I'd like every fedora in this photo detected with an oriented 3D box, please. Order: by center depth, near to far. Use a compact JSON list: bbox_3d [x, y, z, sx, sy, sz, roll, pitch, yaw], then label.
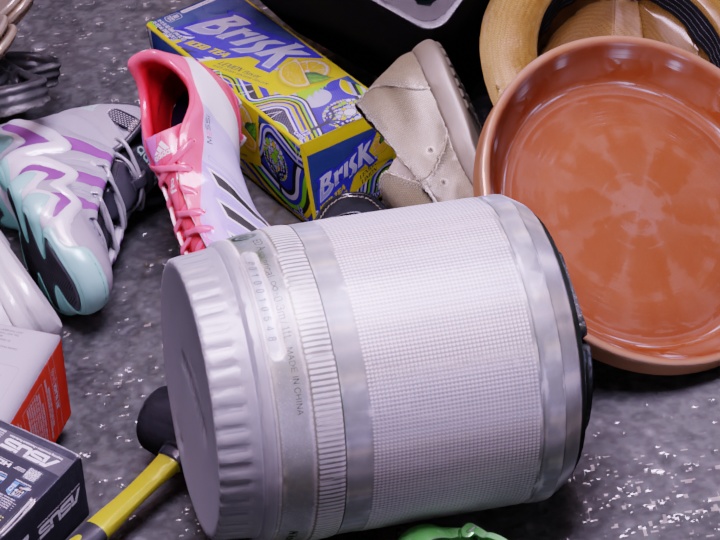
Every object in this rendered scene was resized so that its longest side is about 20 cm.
[{"bbox_3d":[0.154,-0.101,1.754,0.199,0.082,0.202,7,53,-10],"label":"fedora"}]

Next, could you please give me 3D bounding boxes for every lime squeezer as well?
[{"bbox_3d":[0.054,0.156,1.470,0.198,0.038,0.071,-1,35,10],"label":"lime squeezer"}]

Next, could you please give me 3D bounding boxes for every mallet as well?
[{"bbox_3d":[-0.141,0.130,1.559,0.066,0.041,0.200,26,52,39],"label":"mallet"}]

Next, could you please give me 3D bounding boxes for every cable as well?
[{"bbox_3d":[-0.219,-0.107,1.861,0.097,0.051,0.200,-10,13,-21],"label":"cable"}]

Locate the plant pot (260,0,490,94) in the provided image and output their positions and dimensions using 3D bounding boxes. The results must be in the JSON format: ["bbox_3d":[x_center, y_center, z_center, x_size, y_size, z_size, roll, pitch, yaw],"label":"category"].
[{"bbox_3d":[0.032,-0.219,1.841,0.199,0.178,0.200,29,71,22],"label":"plant pot"}]

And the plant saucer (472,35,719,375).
[{"bbox_3d":[0.155,-0.035,1.641,0.199,0.032,0.202,8,65,-17],"label":"plant saucer"}]

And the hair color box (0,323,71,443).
[{"bbox_3d":[-0.238,0.110,1.565,0.101,0.062,0.200,11,42,16],"label":"hair color box"}]

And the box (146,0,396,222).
[{"bbox_3d":[-0.056,-0.105,1.849,0.070,0.065,0.200,-25,37,-22],"label":"box"}]

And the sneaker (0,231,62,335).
[{"bbox_3d":[-0.250,0.000,1.747,0.088,0.075,0.200,-36,35,-3],"label":"sneaker"}]

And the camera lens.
[{"bbox_3d":[0.009,0.050,1.508,0.199,0.161,0.160,-8,33,-13],"label":"camera lens"}]

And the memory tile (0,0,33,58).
[{"bbox_3d":[-0.261,-0.126,1.854,0.153,0.017,0.200,-33,22,31],"label":"memory tile"}]

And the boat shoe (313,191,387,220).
[{"bbox_3d":[-0.002,0.000,1.682,0.074,0.066,0.200,-5,34,7],"label":"boat shoe"}]

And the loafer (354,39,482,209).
[{"bbox_3d":[0.052,-0.036,1.685,0.067,0.076,0.201,-24,60,9],"label":"loafer"}]

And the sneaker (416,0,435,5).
[{"bbox_3d":[0.087,-0.213,1.974,0.199,0.074,0.082,-24,39,-3],"label":"sneaker"}]

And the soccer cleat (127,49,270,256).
[{"bbox_3d":[-0.093,-0.042,1.712,0.067,0.076,0.201,-33,51,26],"label":"soccer cleat"}]

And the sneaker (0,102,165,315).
[{"bbox_3d":[-0.147,-0.053,1.783,0.139,0.078,0.200,-20,36,-14],"label":"sneaker"}]

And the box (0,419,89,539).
[{"bbox_3d":[-0.261,0.119,1.473,0.199,0.049,0.161,21,46,26],"label":"box"}]
